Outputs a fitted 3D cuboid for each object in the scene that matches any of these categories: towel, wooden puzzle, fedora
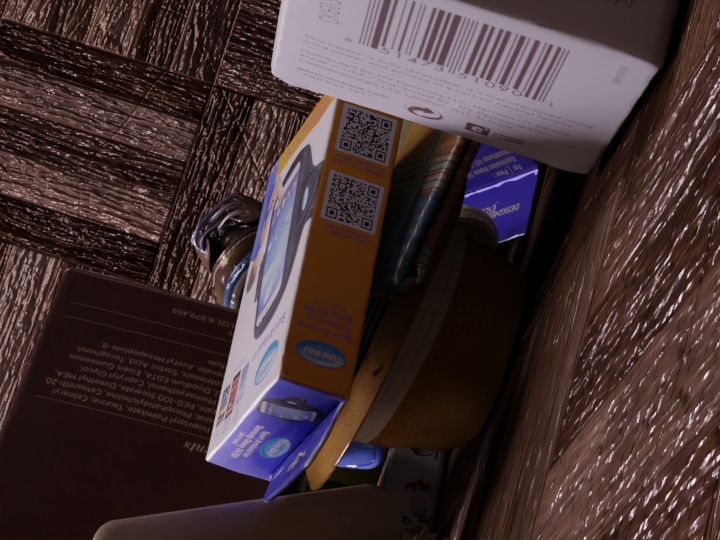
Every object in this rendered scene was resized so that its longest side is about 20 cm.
[{"bbox_3d":[0.027,-0.050,1.229,0.147,0.022,0.200,-66,12,-8],"label":"towel"},{"bbox_3d":[-0.069,0.213,1.195,0.046,0.185,0.201,40,124,45],"label":"wooden puzzle"},{"bbox_3d":[0.037,0.041,1.271,0.201,0.082,0.201,-156,90,-84],"label":"fedora"}]

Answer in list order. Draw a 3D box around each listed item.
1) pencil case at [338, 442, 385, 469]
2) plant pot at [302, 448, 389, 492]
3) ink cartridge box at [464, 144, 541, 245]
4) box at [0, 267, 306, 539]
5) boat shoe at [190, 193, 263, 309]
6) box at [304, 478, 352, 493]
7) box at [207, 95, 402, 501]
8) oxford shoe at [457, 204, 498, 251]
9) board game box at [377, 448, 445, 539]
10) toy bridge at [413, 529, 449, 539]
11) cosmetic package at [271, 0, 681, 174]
[{"bbox_3d":[0.019,0.028,1.506,0.200,0.078,0.087,-62,-38,-27],"label":"pencil case"},{"bbox_3d":[-0.052,0.155,1.689,0.193,0.200,0.200,-61,-3,-20],"label":"plant pot"},{"bbox_3d":[0.046,-0.089,1.465,0.198,0.043,0.200,-20,44,46],"label":"ink cartridge box"},{"bbox_3d":[-0.126,0.137,1.371,0.166,0.164,0.200,100,-174,-54],"label":"box"},{"bbox_3d":[-0.077,-0.010,1.565,0.072,0.072,0.200,-46,-5,1],"label":"boat shoe"},{"bbox_3d":[-0.041,0.232,1.358,0.117,0.048,0.201,-76,0,-72],"label":"box"},{"bbox_3d":[-0.029,0.012,1.171,0.119,0.041,0.201,130,157,-58],"label":"box"},{"bbox_3d":[0.000,0.000,1.412,0.200,0.075,0.058,-29,35,37],"label":"oxford shoe"},{"bbox_3d":[0.011,0.194,1.399,0.200,0.035,0.127,-75,2,-61],"label":"board game box"},{"bbox_3d":[0.014,0.212,1.230,0.067,0.027,0.200,-70,-1,-55],"label":"toy bridge"},{"bbox_3d":[0.067,-0.177,1.053,0.165,0.164,0.201,111,177,-75],"label":"cosmetic package"}]
